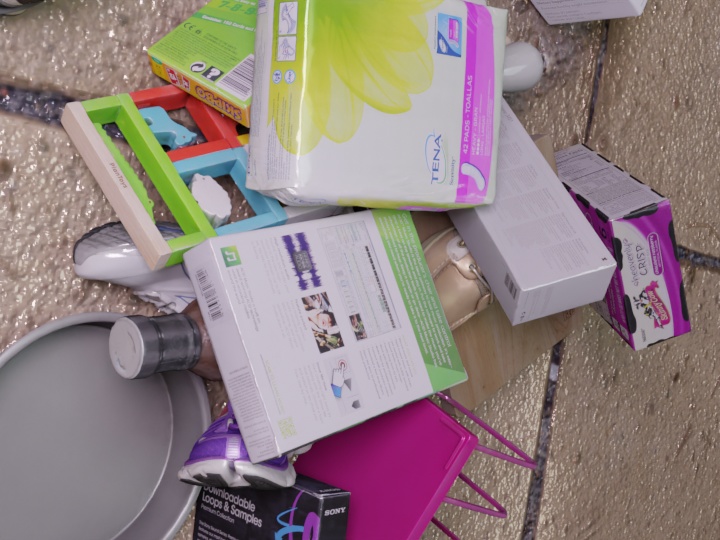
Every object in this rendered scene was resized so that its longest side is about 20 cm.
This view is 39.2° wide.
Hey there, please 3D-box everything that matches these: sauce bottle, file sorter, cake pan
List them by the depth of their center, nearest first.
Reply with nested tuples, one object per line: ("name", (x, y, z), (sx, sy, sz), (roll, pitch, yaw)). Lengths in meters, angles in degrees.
("cake pan", (-0.196, 0.126, 0.704), (0.200, 0.037, 0.201), (-7, 101, -42))
("sauce bottle", (-0.079, 0.044, 0.708), (0.200, 0.065, 0.065), (-5, 100, -47))
("file sorter", (0.028, 0.197, 0.821), (0.125, 0.139, 0.200), (27, 95, -44))

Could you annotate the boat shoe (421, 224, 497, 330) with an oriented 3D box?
("boat shoe", (0.101, -0.005, 0.846), (0.200, 0.065, 0.072), (-42, 123, -30))

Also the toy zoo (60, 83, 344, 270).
("toy zoo", (-0.094, -0.081, 0.724), (0.200, 0.020, 0.131), (-21, 70, -41))

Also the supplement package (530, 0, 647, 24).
("supplement package", (0.188, -0.338, 0.940), (0.200, 0.114, 0.110), (38, 70, -38))

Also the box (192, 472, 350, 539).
("box", (-0.076, 0.247, 0.762), (0.036, 0.143, 0.201), (2, 95, -45))

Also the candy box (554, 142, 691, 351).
("candy box", (0.237, -0.029, 0.977), (0.061, 0.200, 0.137), (-18, 113, -3))

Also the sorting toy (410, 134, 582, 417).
("sorting toy", (0.110, -0.001, 0.948), (0.199, 0.069, 0.201), (-31, 117, -36))

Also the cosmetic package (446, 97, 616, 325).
("cosmetic package", (0.118, -0.054, 0.816), (0.082, 0.200, 0.051), (-15, 143, -13))

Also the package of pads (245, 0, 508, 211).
("package of pads", (0.015, -0.120, 0.715), (0.200, 0.068, 0.155), (0, 96, -39))

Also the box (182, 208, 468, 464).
("box", (-0.017, 0.036, 0.704), (0.200, 0.036, 0.145), (-13, 82, -46))

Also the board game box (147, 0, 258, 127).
("board game box", (-0.054, -0.191, 0.751), (0.200, 0.095, 0.030), (-48, 156, -26))

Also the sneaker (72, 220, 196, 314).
("sneaker", (-0.117, 0.011, 0.740), (0.200, 0.074, 0.087), (8, 97, -42))

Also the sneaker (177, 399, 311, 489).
("sneaker", (-0.081, 0.106, 0.739), (0.200, 0.080, 0.084), (-50, 141, -82))

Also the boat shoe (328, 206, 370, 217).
("boat shoe", (0.000, 0.000, 0.848), (0.061, 0.072, 0.202), (-38, 127, -36))

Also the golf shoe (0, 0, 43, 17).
("golf shoe", (-0.161, -0.233, 0.645), (0.200, 0.094, 0.078), (-54, 127, -25))

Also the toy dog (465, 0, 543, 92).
("toy dog", (0.052, -0.188, 0.854), (0.200, 0.132, 0.097), (8, 53, -48))
